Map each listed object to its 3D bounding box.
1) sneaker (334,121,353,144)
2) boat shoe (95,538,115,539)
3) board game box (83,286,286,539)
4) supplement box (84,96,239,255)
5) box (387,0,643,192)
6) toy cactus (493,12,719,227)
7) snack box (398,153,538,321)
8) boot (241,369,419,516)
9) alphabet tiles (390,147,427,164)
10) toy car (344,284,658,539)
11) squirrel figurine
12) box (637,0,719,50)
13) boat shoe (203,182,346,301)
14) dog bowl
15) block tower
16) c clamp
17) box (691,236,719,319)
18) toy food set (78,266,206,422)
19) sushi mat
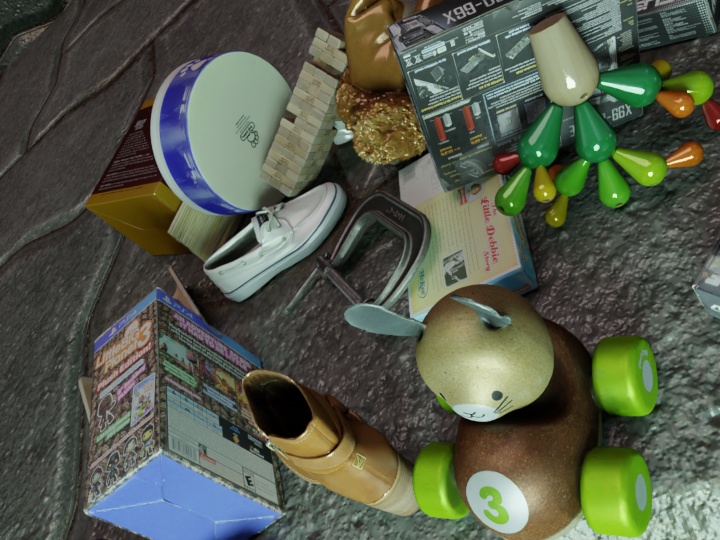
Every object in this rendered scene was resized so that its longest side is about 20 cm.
[{"bbox_3d":[-0.014,-0.269,0.944,0.069,0.080,0.203,-12,50,39],"label":"sneaker"},{"bbox_3d":[-0.277,0.356,0.696,0.072,0.063,0.202,-31,42,21],"label":"boat shoe"},{"bbox_3d":[-0.170,0.148,0.687,0.096,0.159,0.202,-36,39,14],"label":"board game box"},{"bbox_3d":[-0.261,-0.147,1.036,0.195,0.133,0.203,-2,58,43],"label":"supplement box"},{"bbox_3d":[0.140,-0.173,0.615,0.196,0.159,0.050,-21,45,8],"label":"box"},{"bbox_3d":[0.188,-0.130,0.580,0.197,0.166,0.103,-25,23,20],"label":"toy cactus"},{"bbox_3d":[0.097,-0.047,0.687,0.115,0.037,0.203,-27,43,27],"label":"snack box"},{"bbox_3d":[-0.052,0.133,0.588,0.198,0.155,0.077,22,74,50],"label":"boot"},{"bbox_3d":[0.082,-0.220,0.842,0.200,0.015,0.196,-46,46,5],"label":"alphabet tiles"},{"bbox_3d":[0.083,0.076,0.469,0.162,0.200,0.160,-9,52,38],"label":"toy car"},{"bbox_3d":[0.067,-0.200,0.765,0.186,0.141,0.202,38,103,30],"label":"squirrel figurine"},{"bbox_3d":[0.264,-0.291,0.721,0.197,0.044,0.163,-2,57,43],"label":"box"},{"bbox_3d":[-0.105,-0.041,0.853,0.200,0.067,0.074,-43,39,8],"label":"boat shoe"},{"bbox_3d":[-0.167,-0.175,0.915,0.078,0.200,0.203,1,59,41],"label":"dog bowl"},{"bbox_3d":[-0.059,-0.184,0.859,0.054,0.058,0.203,32,113,19],"label":"block tower"},{"bbox_3d":[0.000,0.000,0.729,0.173,0.027,0.199,-59,27,-1],"label":"c clamp"},{"bbox_3d":[0.334,-0.017,0.426,0.199,0.049,0.163,27,82,50],"label":"box"},{"bbox_3d":[-0.285,0.104,0.912,0.201,0.060,0.143,-50,39,-1],"label":"toy food set"},{"bbox_3d":[-0.187,-0.109,0.963,0.012,0.096,0.203,0,60,42],"label":"sushi mat"}]
